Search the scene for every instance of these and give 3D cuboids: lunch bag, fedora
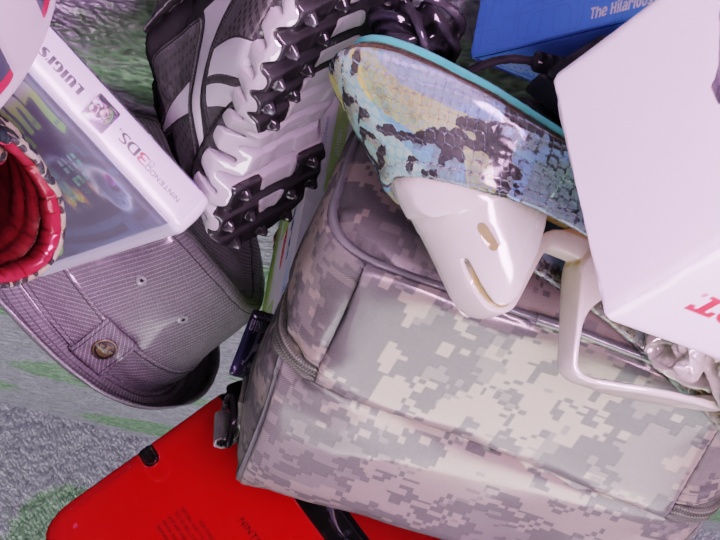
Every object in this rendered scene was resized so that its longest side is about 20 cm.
[{"bbox_3d":[0.052,0.044,0.742,0.199,0.168,0.140,20,-147,-3],"label":"lunch bag"},{"bbox_3d":[-0.122,-0.022,0.989,0.090,0.177,0.200,-31,116,23],"label":"fedora"}]

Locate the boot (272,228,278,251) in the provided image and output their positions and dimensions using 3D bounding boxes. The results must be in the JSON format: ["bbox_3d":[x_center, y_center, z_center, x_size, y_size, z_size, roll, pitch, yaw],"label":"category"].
[{"bbox_3d":[0.045,0.012,1.162,0.199,0.074,0.155,-6,152,6],"label":"boot"}]

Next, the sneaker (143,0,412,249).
[{"bbox_3d":[-0.041,-0.091,0.684,0.066,0.091,0.200,-28,164,-29],"label":"sneaker"}]

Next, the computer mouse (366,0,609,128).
[{"bbox_3d":[0.097,-0.040,0.638,0.199,0.046,0.140,11,168,4],"label":"computer mouse"}]

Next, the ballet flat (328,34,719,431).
[{"bbox_3d":[0.069,-0.003,0.601,0.199,0.075,0.074,28,165,-13],"label":"ballet flat"}]

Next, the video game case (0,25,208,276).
[{"bbox_3d":[-0.164,-0.076,0.767,0.182,0.023,0.200,48,157,-14],"label":"video game case"}]

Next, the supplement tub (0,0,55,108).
[{"bbox_3d":[-0.162,-0.112,0.501,0.139,0.141,0.200,10,169,-1],"label":"supplement tub"}]

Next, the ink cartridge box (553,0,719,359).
[{"bbox_3d":[0.170,-0.047,0.467,0.144,0.085,0.200,19,141,-36],"label":"ink cartridge box"}]

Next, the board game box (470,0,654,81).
[{"bbox_3d":[0.157,-0.081,0.612,0.151,0.045,0.200,18,168,-31],"label":"board game box"}]

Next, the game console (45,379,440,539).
[{"bbox_3d":[-0.014,0.156,0.815,0.200,0.172,0.119,48,170,39],"label":"game console"}]

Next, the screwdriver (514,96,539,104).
[{"bbox_3d":[0.110,-0.063,0.779,0.199,0.029,0.028,2,168,15],"label":"screwdriver"}]

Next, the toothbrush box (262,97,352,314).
[{"bbox_3d":[0.000,0.000,0.921,0.085,0.147,0.200,11,170,-6],"label":"toothbrush box"}]

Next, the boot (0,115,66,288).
[{"bbox_3d":[-0.203,-0.081,0.693,0.153,0.074,0.204,30,163,35],"label":"boot"}]
